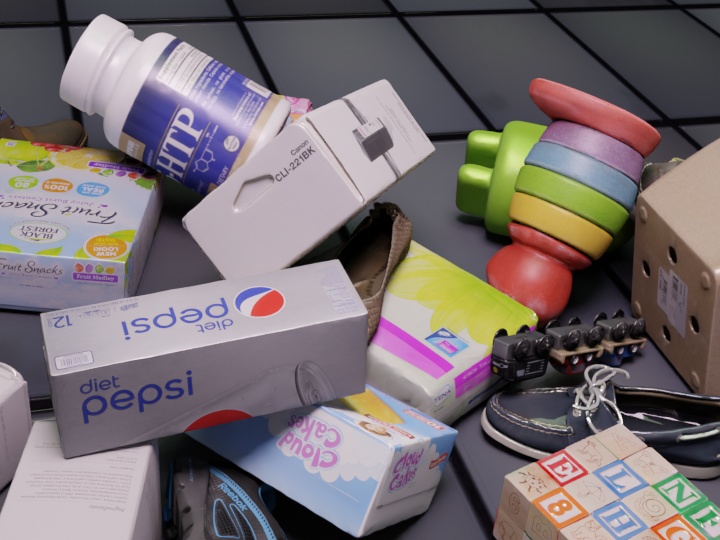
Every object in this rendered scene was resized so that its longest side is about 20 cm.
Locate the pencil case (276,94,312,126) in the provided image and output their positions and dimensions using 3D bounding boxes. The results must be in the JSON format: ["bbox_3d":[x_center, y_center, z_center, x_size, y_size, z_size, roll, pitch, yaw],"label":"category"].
[{"bbox_3d":[-0.150,-0.156,1.163,0.197,0.088,0.088,4,33,0],"label":"pencil case"}]

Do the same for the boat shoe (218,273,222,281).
[{"bbox_3d":[-0.087,-0.035,1.004,0.056,0.068,0.201,16,29,-1],"label":"boat shoe"}]

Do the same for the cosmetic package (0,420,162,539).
[{"bbox_3d":[-0.169,0.194,0.615,0.083,0.109,0.201,4,32,-2],"label":"cosmetic package"}]

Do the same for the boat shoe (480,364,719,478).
[{"bbox_3d":[0.195,0.114,0.825,0.197,0.063,0.075,10,36,8],"label":"boat shoe"}]

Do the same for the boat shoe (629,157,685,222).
[{"bbox_3d":[0.333,-0.056,1.031,0.200,0.073,0.060,19,-22,-38],"label":"boat shoe"}]

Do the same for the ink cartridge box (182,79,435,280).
[{"bbox_3d":[-0.037,-0.072,0.884,0.084,0.144,0.200,53,26,-2],"label":"ink cartridge box"}]

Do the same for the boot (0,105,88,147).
[{"bbox_3d":[-0.364,-0.143,1.096,0.074,0.098,0.199,25,38,27],"label":"boot"}]

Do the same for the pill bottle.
[{"bbox_3d":[-0.177,-0.154,1.011,0.198,0.120,0.120,28,34,-5],"label":"pill bottle"}]

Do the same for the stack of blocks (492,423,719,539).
[{"bbox_3d":[0.195,0.200,0.701,0.114,0.059,0.200,-16,39,-29],"label":"stack of blocks"}]

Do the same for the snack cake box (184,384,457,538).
[{"bbox_3d":[-0.045,0.106,0.759,0.198,0.068,0.115,25,7,26],"label":"snack cake box"}]

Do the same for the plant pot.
[{"bbox_3d":[0.344,-0.001,0.917,0.174,0.202,0.201,-13,37,-8],"label":"plant pot"}]

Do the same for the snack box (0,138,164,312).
[{"bbox_3d":[-0.280,-0.044,0.988,0.166,0.068,0.201,5,35,-3],"label":"snack box"}]

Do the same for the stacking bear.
[{"bbox_3d":[0.176,-0.047,0.945,0.113,0.202,0.121,26,3,37],"label":"stacking bear"}]

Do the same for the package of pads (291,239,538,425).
[{"bbox_3d":[0.034,0.044,0.902,0.199,0.069,0.154,31,42,33],"label":"package of pads"}]

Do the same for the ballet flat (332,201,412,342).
[{"bbox_3d":[0.000,0.000,0.861,0.066,0.047,0.201,14,36,15],"label":"ballet flat"}]

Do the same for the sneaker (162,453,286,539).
[{"bbox_3d":[-0.078,0.191,0.663,0.081,0.074,0.201,4,35,-15],"label":"sneaker"}]

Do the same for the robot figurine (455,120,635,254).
[{"bbox_3d":[0.198,-0.083,1.070,0.197,0.116,0.177,13,61,9],"label":"robot figurine"}]

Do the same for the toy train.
[{"bbox_3d":[0.177,0.065,0.883,0.198,0.047,0.034,-5,21,-42],"label":"toy train"}]

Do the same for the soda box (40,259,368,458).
[{"bbox_3d":[-0.096,0.054,0.671,0.197,0.069,0.064,-10,36,-18],"label":"soda box"}]

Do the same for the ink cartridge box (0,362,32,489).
[{"bbox_3d":[-0.337,0.131,0.704,0.144,0.086,0.200,18,37,18],"label":"ink cartridge box"}]
